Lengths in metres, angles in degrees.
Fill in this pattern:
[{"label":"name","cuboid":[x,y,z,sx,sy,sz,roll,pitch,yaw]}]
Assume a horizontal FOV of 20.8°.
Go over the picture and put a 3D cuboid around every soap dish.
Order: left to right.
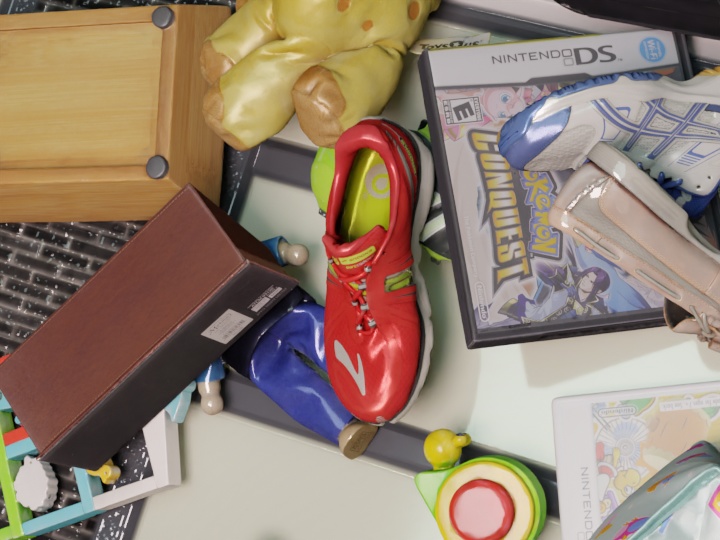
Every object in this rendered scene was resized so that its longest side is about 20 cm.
[{"label":"soap dish","cuboid":[-0.196,-0.116,1.412,0.200,0.081,0.158,-1,78,17]}]

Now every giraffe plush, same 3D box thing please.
[{"label":"giraffe plush","cuboid":[-0.030,-0.193,1.301,0.200,0.162,0.173,-14,44,11]}]

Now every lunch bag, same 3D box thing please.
[{"label":"lunch bag","cuboid":[0.169,0.208,1.148,0.122,0.170,0.200,45,95,6]}]

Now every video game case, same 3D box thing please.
[{"label":"video game case","cuboid":[0.141,-0.057,1.276,0.181,0.026,0.200,-6,75,-11]},{"label":"video game case","cuboid":[0.226,0.161,1.245,0.200,0.023,0.182,-7,77,17]}]

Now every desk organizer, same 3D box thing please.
[{"label":"desk organizer","cuboid":[-0.148,0.040,1.324,0.200,0.072,0.077,-43,64,12]}]

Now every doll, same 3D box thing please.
[{"label":"doll","cuboid":[-0.065,0.046,1.351,0.200,0.048,0.137,40,103,22]}]

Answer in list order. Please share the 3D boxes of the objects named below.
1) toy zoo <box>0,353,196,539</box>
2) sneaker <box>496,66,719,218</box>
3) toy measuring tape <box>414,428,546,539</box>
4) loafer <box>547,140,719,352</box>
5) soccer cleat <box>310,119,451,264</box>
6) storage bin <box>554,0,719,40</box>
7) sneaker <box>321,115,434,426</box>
[{"label":"toy zoo","cuboid":[-0.203,0.110,1.387,0.200,0.020,0.131,-21,73,20]},{"label":"sneaker","cuboid":[0.188,-0.076,1.237,0.200,0.075,0.088,-9,76,-11]},{"label":"toy measuring tape","cuboid":[0.103,0.186,1.261,0.074,0.074,0.200,-31,80,10]},{"label":"loafer","cuboid":[0.196,0.005,1.212,0.200,0.072,0.063,43,92,-18]},{"label":"soccer cleat","cuboid":[0.056,-0.051,1.315,0.200,0.068,0.081,21,115,22]},{"label":"storage bin","cuboid":[0.193,-0.223,1.244,0.200,0.135,0.094,17,74,41]},{"label":"sneaker","cuboid":[0.000,0.000,1.261,0.077,0.085,0.200,-1,87,21]}]
